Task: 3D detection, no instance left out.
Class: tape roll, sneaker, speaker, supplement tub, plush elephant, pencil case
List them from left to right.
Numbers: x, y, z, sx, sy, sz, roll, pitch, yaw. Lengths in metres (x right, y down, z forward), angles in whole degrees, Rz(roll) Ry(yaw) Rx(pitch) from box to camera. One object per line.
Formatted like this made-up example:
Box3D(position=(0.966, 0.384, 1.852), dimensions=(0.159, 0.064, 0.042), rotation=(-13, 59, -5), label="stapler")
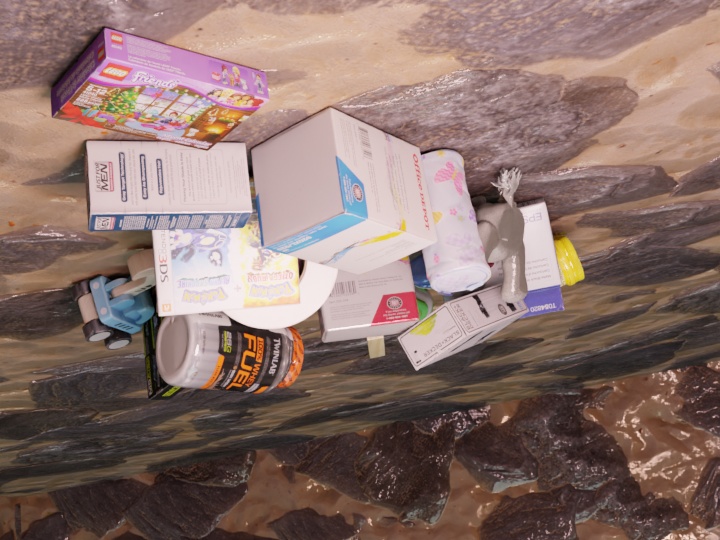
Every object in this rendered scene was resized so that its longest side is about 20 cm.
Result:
Box3D(position=(-0.193, 0.120, 1.451), dimensions=(0.200, 0.123, 0.122), rotation=(10, 154, -38), label="supplement tub")
Box3D(position=(-0.131, -0.016, 1.397), dimensions=(0.203, 0.203, 0.037), rotation=(-4, -177, -12), label="tape roll")
Box3D(position=(0.069, 0.048, 1.846), dimensions=(0.088, 0.089, 0.200), rotation=(-17, 160, 23), label="speaker")
Box3D(position=(0.123, -0.069, 1.350), dimensions=(0.091, 0.200, 0.083), rotation=(5, 152, -35), label="pencil case")
Box3D(position=(0.162, -0.033, 1.689), dimensions=(0.200, 0.079, 0.089), rotation=(-24, 150, 17), label="sneaker")
Box3D(position=(0.162, -0.061, 1.482), dimensions=(0.155, 0.200, 0.165), rotation=(5, 176, 44), label="plush elephant")

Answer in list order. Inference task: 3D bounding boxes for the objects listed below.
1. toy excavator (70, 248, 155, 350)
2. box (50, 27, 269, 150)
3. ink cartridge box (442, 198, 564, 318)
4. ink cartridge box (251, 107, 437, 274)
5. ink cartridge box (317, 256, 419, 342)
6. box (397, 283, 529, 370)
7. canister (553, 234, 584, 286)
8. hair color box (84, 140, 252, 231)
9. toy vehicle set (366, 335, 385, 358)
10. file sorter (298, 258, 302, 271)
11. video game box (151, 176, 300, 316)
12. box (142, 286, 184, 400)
Box3D(position=(-0.386, 0.036, 1.624), dimensions=(0.200, 0.100, 0.194), rotation=(-26, 160, 8), label="toy excavator")
Box3D(position=(-0.222, -0.195, 1.077), dimensions=(0.200, 0.039, 0.137), rotation=(7, 155, -39), label="box")
Box3D(position=(0.228, -0.003, 1.614), dimensions=(0.199, 0.200, 0.041), rotation=(-12, -165, 9), label="ink cartridge box")
Box3D(position=(-0.020, -0.097, 1.284), dimensions=(0.145, 0.147, 0.200), rotation=(-22, 156, 34), label="ink cartridge box")
Box3D(position=(0.000, 0.000, 1.494), dimensions=(0.147, 0.200, 0.086), rotation=(-6, 162, -7), label="ink cartridge box")
Box3D(position=(0.164, 0.083, 1.518), dimensions=(0.117, 0.060, 0.200), rotation=(-39, 165, 37), label="box")
Box3D(position=(0.279, 0.015, 1.727), dimensions=(0.200, 0.087, 0.149), rotation=(-24, -176, -1), label="canister")
Box3D(position=(-0.244, -0.107, 1.229), dimensions=(0.200, 0.100, 0.061), rotation=(-1, 161, -19), label="hair color box")
Box3D(position=(0.010, 0.034, 1.600), dimensions=(0.026, 0.200, 0.124), rotation=(-10, 160, -1), label="toy vehicle set")
Box3D(position=(-0.188, -0.008, 1.486), dimensions=(0.200, 0.139, 0.125), rotation=(-6, 160, -7), label="file sorter")
Box3D(position=(-0.187, -0.036, 1.339), dimensions=(0.200, 0.182, 0.047), rotation=(-5, -170, -12), label="video game box")
Box3D(position=(-0.320, 0.102, 1.650), dimensions=(0.047, 0.200, 0.193), rotation=(1, 158, -29), label="box")
